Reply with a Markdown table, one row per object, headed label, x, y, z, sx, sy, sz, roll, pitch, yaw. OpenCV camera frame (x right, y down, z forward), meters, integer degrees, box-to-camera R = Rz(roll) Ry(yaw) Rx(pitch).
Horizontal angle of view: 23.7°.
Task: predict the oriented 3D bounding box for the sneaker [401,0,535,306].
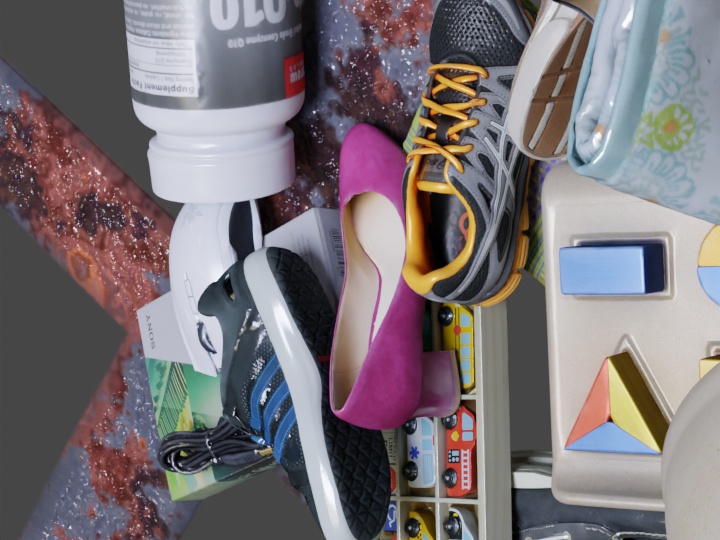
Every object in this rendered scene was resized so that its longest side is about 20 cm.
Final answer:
| label | x | y | z | sx | sy | sz | roll | pitch | yaw |
| --- | --- | --- | --- | --- | --- | --- | --- | --- | --- |
| sneaker | 0.062 | -0.075 | 1.005 | 0.078 | 0.077 | 0.202 | 5 | 99 | 37 |

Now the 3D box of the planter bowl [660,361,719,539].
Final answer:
| label | x | y | z | sx | sy | sz | roll | pitch | yaw |
| --- | --- | --- | --- | --- | --- | --- | --- | --- | --- |
| planter bowl | 0.242 | 0.146 | 0.833 | 0.198 | 0.135 | 0.202 | 7 | 126 | 10 |

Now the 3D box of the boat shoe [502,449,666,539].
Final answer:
| label | x | y | z | sx | sy | sz | roll | pitch | yaw |
| --- | --- | --- | --- | --- | --- | --- | --- | --- | --- |
| boat shoe | 0.155 | 0.153 | 1.053 | 0.199 | 0.071 | 0.068 | -1 | 97 | 44 |

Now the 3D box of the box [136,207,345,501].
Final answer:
| label | x | y | z | sx | sy | sz | roll | pitch | yaw |
| --- | --- | --- | --- | --- | --- | --- | --- | --- | --- |
| box | -0.071 | 0.061 | 1.168 | 0.199 | 0.036 | 0.146 | -29 | 67 | 41 |

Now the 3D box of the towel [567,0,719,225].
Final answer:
| label | x | y | z | sx | sy | sz | roll | pitch | yaw |
| --- | --- | --- | --- | --- | --- | --- | --- | --- | --- |
| towel | 0.199 | -0.121 | 0.844 | 0.048 | 0.170 | 0.202 | 18 | 92 | 66 |

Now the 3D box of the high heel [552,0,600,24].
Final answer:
| label | x | y | z | sx | sy | sz | roll | pitch | yaw |
| --- | --- | --- | --- | --- | --- | --- | --- | --- | --- |
| high heel | 0.144 | -0.109 | 0.873 | 0.071 | 0.198 | 0.144 | -13 | 79 | 57 |

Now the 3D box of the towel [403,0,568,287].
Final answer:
| label | x | y | z | sx | sy | sz | roll | pitch | yaw |
| --- | --- | --- | --- | --- | --- | --- | --- | --- | --- |
| towel | 0.123 | -0.064 | 1.034 | 0.200 | 0.023 | 0.144 | 40 | 125 | 18 |

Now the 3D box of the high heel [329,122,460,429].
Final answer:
| label | x | y | z | sx | sy | sz | roll | pitch | yaw |
| --- | --- | --- | --- | --- | --- | --- | --- | --- | --- |
| high heel | 0.000 | 0.000 | 1.057 | 0.067 | 0.095 | 0.202 | -21 | 74 | 42 |

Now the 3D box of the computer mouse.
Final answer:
| label | x | y | z | sx | sy | sz | roll | pitch | yaw |
| --- | --- | --- | --- | --- | --- | --- | --- | --- | --- |
| computer mouse | -0.101 | 0.032 | 1.145 | 0.109 | 0.044 | 0.202 | -16 | 75 | 44 |

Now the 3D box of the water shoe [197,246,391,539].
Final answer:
| label | x | y | z | sx | sy | sz | roll | pitch | yaw |
| --- | --- | --- | --- | --- | --- | --- | --- | --- | --- |
| water shoe | -0.041 | 0.087 | 1.063 | 0.079 | 0.071 | 0.202 | -29 | 67 | 30 |

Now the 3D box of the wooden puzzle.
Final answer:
| label | x | y | z | sx | sy | sz | roll | pitch | yaw |
| --- | --- | --- | --- | --- | --- | --- | --- | --- | --- |
| wooden puzzle | 0.180 | 0.034 | 0.951 | 0.184 | 0.046 | 0.202 | -1 | 89 | 35 |

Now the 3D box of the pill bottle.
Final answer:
| label | x | y | z | sx | sy | sz | roll | pitch | yaw |
| --- | --- | --- | --- | --- | --- | --- | --- | --- | --- |
| pill bottle | -0.093 | -0.152 | 1.094 | 0.113 | 0.114 | 0.202 | 8 | 111 | 32 |

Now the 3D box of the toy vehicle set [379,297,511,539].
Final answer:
| label | x | y | z | sx | sy | sz | roll | pitch | yaw |
| --- | --- | --- | --- | --- | --- | --- | --- | --- | --- |
| toy vehicle set | 0.041 | 0.114 | 1.097 | 0.124 | 0.026 | 0.202 | -6 | 83 | 45 |

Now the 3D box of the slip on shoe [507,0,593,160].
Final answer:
| label | x | y | z | sx | sy | sz | roll | pitch | yaw |
| --- | --- | --- | --- | --- | --- | --- | --- | --- | --- |
| slip on shoe | 0.132 | -0.160 | 0.958 | 0.061 | 0.075 | 0.201 | 52 | 130 | 51 |
